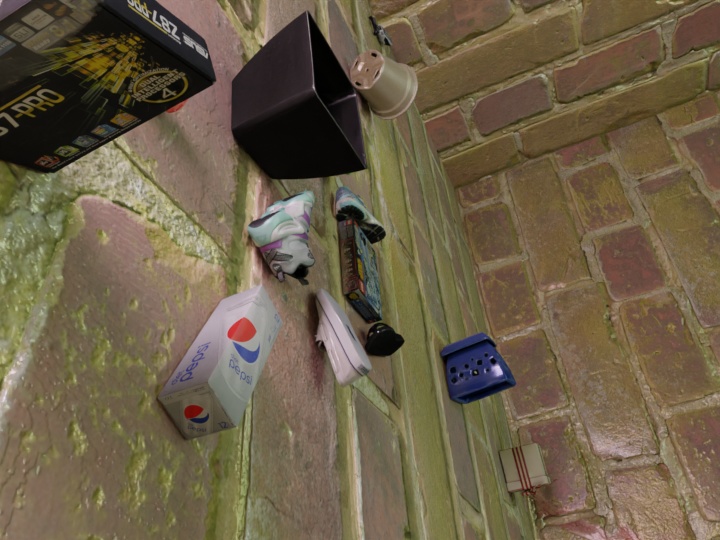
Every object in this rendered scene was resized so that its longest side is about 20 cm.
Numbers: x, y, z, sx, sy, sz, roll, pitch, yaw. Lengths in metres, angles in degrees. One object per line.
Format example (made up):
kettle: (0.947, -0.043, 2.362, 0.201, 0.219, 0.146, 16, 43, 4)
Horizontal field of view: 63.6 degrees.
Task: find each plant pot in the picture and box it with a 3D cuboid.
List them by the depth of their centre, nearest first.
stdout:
plant pot: (-0.115, -0.274, 1.001, 0.200, 0.175, 0.202, 49, 28, -54)
plant pot: (0.386, 0.323, 1.942, 0.200, 0.198, 0.182, 35, 33, -61)
plant pot: (0.065, -0.640, 1.954, 0.183, 0.198, 0.204, 17, 56, -56)

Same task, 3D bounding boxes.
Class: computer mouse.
computer mouse: (0.095, -1.116, 2.742, 0.199, 0.043, 0.111, 18, 51, -63)

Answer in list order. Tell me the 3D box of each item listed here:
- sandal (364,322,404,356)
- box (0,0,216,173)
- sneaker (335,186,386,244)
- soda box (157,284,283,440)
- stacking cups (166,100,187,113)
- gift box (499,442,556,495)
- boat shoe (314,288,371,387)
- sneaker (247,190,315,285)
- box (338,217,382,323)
sandal: (0.045, 0.150, 1.278, 0.048, 0.075, 0.200, 50, 2, 21)
box: (-0.238, -0.152, 0.449, 0.161, 0.197, 0.050, 21, 50, -69)
sneaker: (0.002, -0.134, 1.395, 0.200, 0.077, 0.087, 47, 26, -54)
soda box: (-0.155, 0.099, 0.681, 0.201, 0.067, 0.064, -74, 141, -61)
stacking cups: (-0.276, -0.278, 0.693, 0.200, 0.060, 0.061, 51, 26, -49)
gift box: (0.692, 0.823, 2.391, 0.184, 0.198, 0.190, 32, 44, -57)
boat shoe: (-0.046, 0.114, 1.008, 0.072, 0.065, 0.201, 44, 11, -51)
sneaker: (-0.110, -0.044, 0.970, 0.142, 0.077, 0.200, 68, 27, -17)
box: (0.000, 0.000, 1.311, 0.137, 0.039, 0.202, 54, 25, -49)
